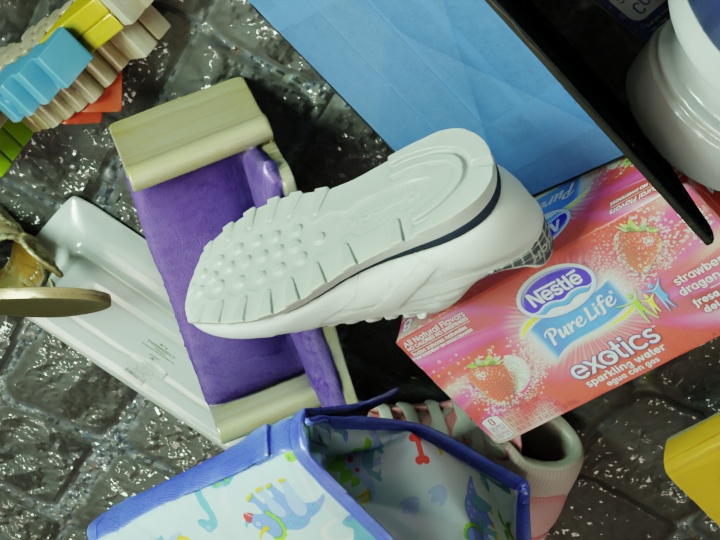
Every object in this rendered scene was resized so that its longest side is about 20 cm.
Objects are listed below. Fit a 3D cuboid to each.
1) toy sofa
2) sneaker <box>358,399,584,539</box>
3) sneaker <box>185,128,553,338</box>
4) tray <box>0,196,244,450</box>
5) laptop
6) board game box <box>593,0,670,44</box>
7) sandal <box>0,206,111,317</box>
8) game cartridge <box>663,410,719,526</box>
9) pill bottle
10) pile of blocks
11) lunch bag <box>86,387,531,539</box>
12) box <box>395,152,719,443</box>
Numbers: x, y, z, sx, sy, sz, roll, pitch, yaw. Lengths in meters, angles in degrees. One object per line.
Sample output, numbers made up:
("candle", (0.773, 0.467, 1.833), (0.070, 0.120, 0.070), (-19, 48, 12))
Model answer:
("toy sofa", (-0.068, 0.004, 1.167), (0.082, 0.098, 0.201), (-20, 128, -6))
("sneaker", (0.040, 0.099, 1.252), (0.199, 0.076, 0.105), (18, 136, -12))
("sneaker", (0.000, 0.000, 1.069), (0.199, 0.077, 0.080), (-18, 142, 29))
("tray", (-0.122, 0.044, 1.280), (0.199, 0.022, 0.107), (35, 129, -17))
("laptop", (0.050, -0.080, 1.018), (0.116, 0.200, 0.187), (-41, 113, 12))
("board game box", (0.225, -0.162, 1.013), (0.135, 0.035, 0.200), (37, 128, -17))
("sandal", (-0.229, -0.006, 1.237), (0.211, 0.070, 0.077), (-9, 166, 42))
("game cartridge", (0.303, 0.118, 1.190), (0.199, 0.033, 0.176), (-31, 117, 34))
("pill bottle", (0.209, -0.130, 0.940), (0.119, 0.120, 0.200), (27, 133, -10))
("pile of blocks", (-0.175, -0.088, 1.140), (0.199, 0.082, 0.062), (-31, 117, 32))
("lunch bag", (-0.025, 0.150, 1.164), (0.170, 0.128, 0.199), (-29, 138, 33))
("box", (0.126, -0.004, 1.129), (0.199, 0.100, 0.095), (-30, 118, 33))
